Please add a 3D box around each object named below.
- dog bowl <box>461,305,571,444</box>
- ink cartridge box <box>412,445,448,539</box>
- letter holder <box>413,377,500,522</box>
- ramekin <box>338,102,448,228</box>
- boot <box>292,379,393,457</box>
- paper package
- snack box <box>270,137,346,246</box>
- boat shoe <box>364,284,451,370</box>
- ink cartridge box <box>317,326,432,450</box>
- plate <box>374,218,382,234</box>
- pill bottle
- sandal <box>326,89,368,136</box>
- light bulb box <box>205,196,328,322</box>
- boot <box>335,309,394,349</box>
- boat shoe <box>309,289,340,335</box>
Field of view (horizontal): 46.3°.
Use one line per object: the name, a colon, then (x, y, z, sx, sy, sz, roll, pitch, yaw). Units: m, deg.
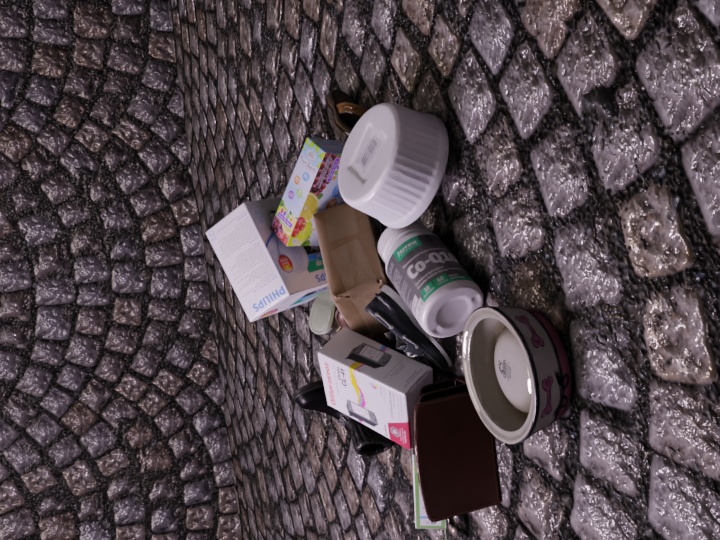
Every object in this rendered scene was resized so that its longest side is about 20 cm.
dog bowl: (0.226, 0.144, 1.215, 0.200, 0.073, 0.201, 170, 90, -69)
ink cartridge box: (0.128, 0.403, 1.540, 0.104, 0.059, 0.201, -71, -22, -74)
letter holder: (0.139, 0.297, 1.407, 0.101, 0.142, 0.201, -171, 73, -68)
ramekin: (0.047, -0.178, 1.393, 0.200, 0.097, 0.201, -34, 47, 47)
boot: (-0.034, 0.313, 1.782, 0.079, 0.210, 0.158, -49, 47, 45)
paper package: (0.000, 0.000, 1.557, 0.191, 0.103, 0.201, 62, -169, -55)
snack box: (-0.059, -0.145, 1.600, 0.068, 0.168, 0.201, 44, 119, 34)
boat shoe: (0.082, 0.112, 1.456, 0.200, 0.060, 0.076, 48, 172, -20)
ink cartridge box: (0.030, 0.211, 1.520, 0.199, 0.086, 0.148, 21, 136, 32)
plate: (-0.001, -0.065, 1.770, 0.200, 0.025, 0.201, 171, 90, -69)
pill bottle: (0.110, 0.007, 1.396, 0.200, 0.113, 0.113, -124, 32, -45)
sandal: (-0.010, -0.306, 1.648, 0.055, 0.081, 0.200, -57, 35, 29)
light bulb box: (-0.166, -0.030, 1.679, 0.125, 0.198, 0.201, -32, 82, 33)
boot: (0.043, 0.166, 1.618, 0.186, 0.064, 0.200, 43, -171, -38)
boat shoe: (-0.050, 0.038, 1.773, 0.072, 0.060, 0.202, 21, 94, 35)
